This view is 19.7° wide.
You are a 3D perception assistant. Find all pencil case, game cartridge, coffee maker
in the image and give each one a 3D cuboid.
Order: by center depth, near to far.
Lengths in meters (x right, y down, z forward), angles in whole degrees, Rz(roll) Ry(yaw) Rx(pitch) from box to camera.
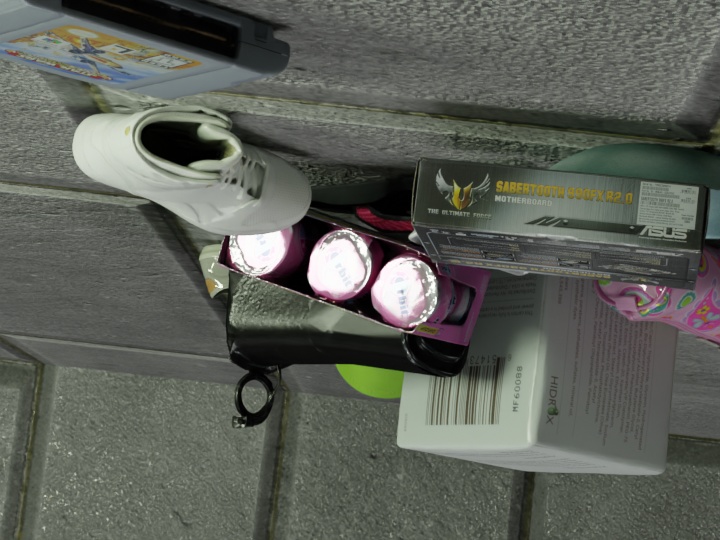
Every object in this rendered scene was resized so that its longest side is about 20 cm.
[{"bbox_3d":[-0.159,-0.144,1.249,0.199,0.042,0.133,13,165,-37],"label":"game cartridge"},{"bbox_3d":[0.285,0.017,1.793,0.087,0.088,0.199,0,168,39],"label":"pencil case"},{"bbox_3d":[-0.006,0.044,1.828,0.199,0.194,0.134,4,-169,33],"label":"coffee maker"}]

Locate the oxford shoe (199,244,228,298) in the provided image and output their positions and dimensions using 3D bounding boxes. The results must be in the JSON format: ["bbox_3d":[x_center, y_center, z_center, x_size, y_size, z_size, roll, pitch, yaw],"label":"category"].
[{"bbox_3d":[-0.068,0.013,2.122,0.198,0.058,0.075,5,168,-8],"label":"oxford shoe"}]

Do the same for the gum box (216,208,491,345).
[{"bbox_3d":[0.000,0.000,1.681,0.199,0.067,0.113,19,-177,26],"label":"gum box"}]

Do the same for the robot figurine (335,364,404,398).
[{"bbox_3d":[0.028,0.054,2.047,0.174,0.117,0.200,-11,158,-6],"label":"robot figurine"}]

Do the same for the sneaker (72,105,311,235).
[{"bbox_3d":[-0.103,-0.072,1.547,0.199,0.074,0.115,13,172,-31],"label":"sneaker"}]

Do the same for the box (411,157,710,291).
[{"bbox_3d":[0.142,-0.031,1.452,0.198,0.049,0.158,6,172,9],"label":"box"}]

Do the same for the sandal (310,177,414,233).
[{"bbox_3d":[0.028,-0.046,1.700,0.199,0.045,0.075,-2,167,43],"label":"sandal"}]

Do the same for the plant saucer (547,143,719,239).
[{"bbox_3d":[0.214,-0.060,1.495,0.199,0.039,0.201,7,171,1],"label":"plant saucer"}]

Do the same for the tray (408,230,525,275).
[{"bbox_3d":[0.126,-0.038,1.656,0.107,0.022,0.200,-24,160,26],"label":"tray"}]

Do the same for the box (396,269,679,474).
[{"bbox_3d":[0.165,0.079,1.901,0.170,0.202,0.198,15,168,-34],"label":"box"}]
